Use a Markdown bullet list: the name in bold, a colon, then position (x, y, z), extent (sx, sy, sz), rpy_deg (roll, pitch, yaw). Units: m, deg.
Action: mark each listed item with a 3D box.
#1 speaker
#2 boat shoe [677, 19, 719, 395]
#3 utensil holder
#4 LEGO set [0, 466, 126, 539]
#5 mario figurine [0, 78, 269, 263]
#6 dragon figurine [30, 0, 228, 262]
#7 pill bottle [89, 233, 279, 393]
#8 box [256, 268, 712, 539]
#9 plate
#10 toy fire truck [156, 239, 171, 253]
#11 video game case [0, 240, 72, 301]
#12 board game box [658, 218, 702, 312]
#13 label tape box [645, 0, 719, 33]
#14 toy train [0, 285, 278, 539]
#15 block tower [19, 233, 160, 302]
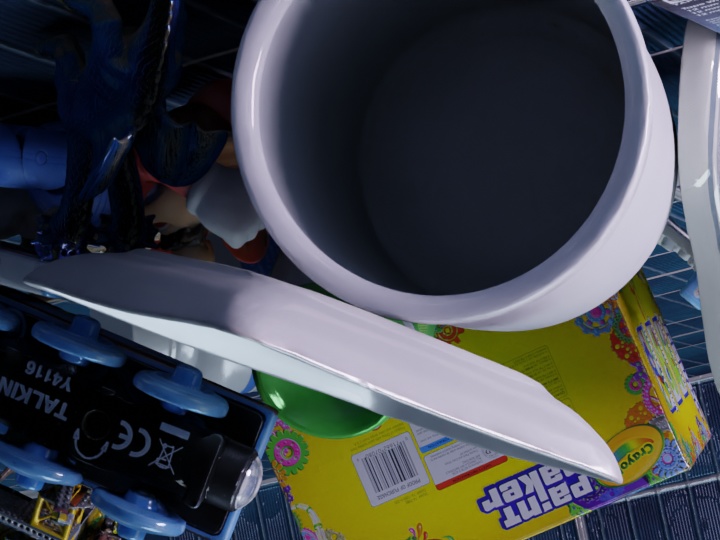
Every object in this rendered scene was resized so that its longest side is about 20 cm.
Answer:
- **speaker**: position (0.000, 0.000, 1.296), extent (0.088, 0.089, 0.200), rpy_deg (-14, -154, 17)
- **boat shoe**: position (0.189, -0.027, 1.203), extent (0.071, 0.202, 0.070), rpy_deg (-4, -148, 16)
- **utensil holder**: position (0.049, -0.056, 1.118), extent (0.169, 0.171, 0.200), rpy_deg (-13, 173, 10)
- **LEGO set**: position (-0.192, 0.067, 1.367), extent (0.199, 0.116, 0.154), rpy_deg (28, -150, 12)
- **mario figurine**: position (-0.115, -0.029, 1.230), extent (0.199, 0.124, 0.106), rpy_deg (0, 128, -28)
- **dragon figurine**: position (-0.093, -0.064, 1.088), extent (0.059, 0.100, 0.200), rpy_deg (-7, 165, -27)
- **pill bottle**: position (-0.059, 0.016, 1.599), extent (0.199, 0.113, 0.112), rpy_deg (-7, 170, -24)
- **box**: position (0.071, 0.081, 1.408), extent (0.199, 0.123, 0.193), rpy_deg (-24, 178, 12)
- **plate**: position (-0.015, 0.033, 1.083), extent (0.199, 0.033, 0.200), rpy_deg (23, 174, -30)
- **toy fire truck**: position (-0.036, -0.043, 1.460), extent (0.140, 0.049, 0.200), rpy_deg (-8, 170, -27)
- **video game case**: position (-0.188, -0.009, 1.278), extent (0.199, 0.018, 0.143), rpy_deg (13, -179, 30)
- **board game box**: position (0.144, -0.027, 1.397), extent (0.026, 0.200, 0.200), rpy_deg (-52, 164, 6)
- **label tape box**: position (0.193, -0.148, 1.062), extent (0.143, 0.067, 0.200), rpy_deg (-16, 168, 25)
- **toy train**: position (-0.133, 0.062, 1.228), extent (0.199, 0.087, 0.114), rpy_deg (21, -176, 9)
- **block tower**: position (-0.143, -0.030, 1.388), extent (0.057, 0.054, 0.200), rpy_deg (-9, 170, -17)
